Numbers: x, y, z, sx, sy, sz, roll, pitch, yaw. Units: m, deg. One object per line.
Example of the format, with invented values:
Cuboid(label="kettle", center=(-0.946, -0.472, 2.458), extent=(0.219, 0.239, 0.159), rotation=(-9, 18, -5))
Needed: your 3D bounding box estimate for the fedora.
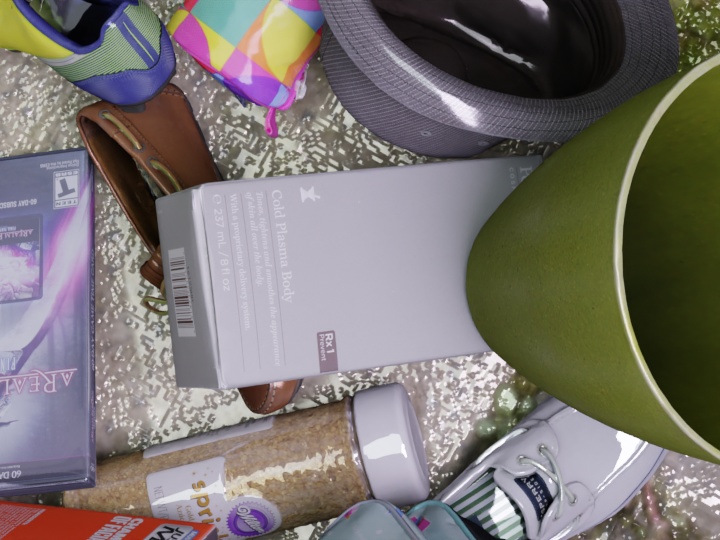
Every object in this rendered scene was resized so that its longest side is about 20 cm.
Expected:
Cuboid(label="fedora", center=(0.059, -0.121, 0.934), extent=(0.199, 0.090, 0.178), rotation=(-2, 59, -26))

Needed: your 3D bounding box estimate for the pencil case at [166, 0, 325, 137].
Cuboid(label="pencil case", center=(-0.022, -0.178, 0.983), extent=(0.088, 0.088, 0.200), rotation=(36, 92, 7))

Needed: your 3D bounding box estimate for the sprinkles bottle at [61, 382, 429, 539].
Cuboid(label="sprinkles bottle", center=(-0.064, 0.118, 0.990), extent=(0.199, 0.068, 0.069), rotation=(-15, 86, 8))

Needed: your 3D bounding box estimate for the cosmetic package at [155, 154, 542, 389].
Cuboid(label="cosmetic package", center=(0.000, 0.000, 0.932), extent=(0.199, 0.090, 0.107), rotation=(-8, 90, -21))

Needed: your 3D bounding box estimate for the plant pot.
Cuboid(label="plant pot", center=(0.140, 0.000, 0.840), extent=(0.186, 0.200, 0.188), rotation=(2, 86, -27))

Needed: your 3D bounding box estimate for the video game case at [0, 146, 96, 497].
Cuboid(label="video game case", center=(-0.221, 0.031, 1.009), extent=(0.142, 0.019, 0.201), rotation=(-7, 69, 8))

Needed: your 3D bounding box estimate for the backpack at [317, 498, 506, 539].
Cuboid(label="backpack", center=(0.017, 0.225, 0.855), extent=(0.153, 0.176, 0.200), rotation=(34, 94, -33))

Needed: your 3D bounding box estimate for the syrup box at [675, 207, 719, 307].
Cuboid(label="syrup box", center=(0.215, -0.009, 0.949), extent=(0.078, 0.081, 0.201), rotation=(-18, 87, 6))

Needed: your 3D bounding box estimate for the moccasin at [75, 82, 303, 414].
Cuboid(label="moccasin", center=(-0.096, -0.010, 0.985), extent=(0.078, 0.074, 0.202), rotation=(-22, 85, -36))

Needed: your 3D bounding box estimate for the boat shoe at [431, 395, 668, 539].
Cuboid(label="boat shoe", center=(0.094, 0.125, 0.968), extent=(0.200, 0.067, 0.074), rotation=(-41, 84, 5))

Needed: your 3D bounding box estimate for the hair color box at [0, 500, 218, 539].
Cuboid(label="hair color box", center=(-0.167, 0.189, 0.954), extent=(0.199, 0.064, 0.111), rotation=(1, 110, 27))

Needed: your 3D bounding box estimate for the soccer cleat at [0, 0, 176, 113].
Cuboid(label="soccer cleat", center=(-0.186, -0.152, 0.985), extent=(0.200, 0.084, 0.065), rotation=(25, 69, 29))
